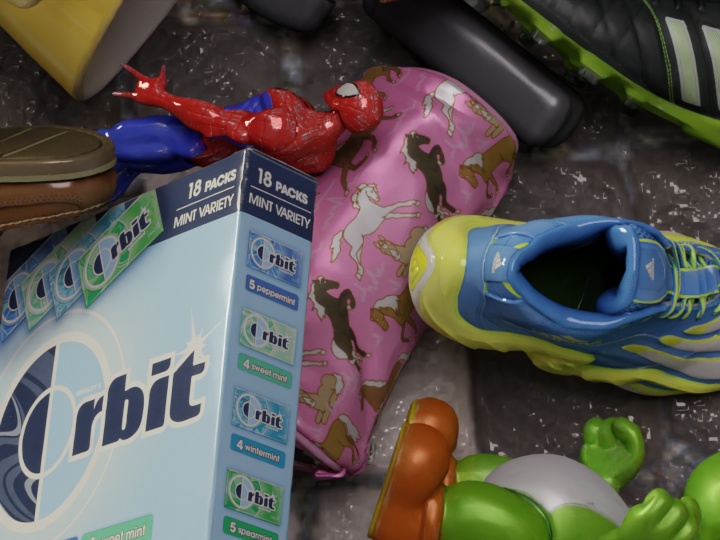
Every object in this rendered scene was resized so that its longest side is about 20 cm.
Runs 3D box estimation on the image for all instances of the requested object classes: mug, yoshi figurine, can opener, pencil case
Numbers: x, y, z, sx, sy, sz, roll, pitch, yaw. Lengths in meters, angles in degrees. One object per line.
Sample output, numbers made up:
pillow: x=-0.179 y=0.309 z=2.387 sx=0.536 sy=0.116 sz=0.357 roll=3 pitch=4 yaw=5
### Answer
mug: x=-0.146 y=-0.187 z=1.172 sx=0.153 sy=0.187 sz=0.150 roll=37 pitch=82 yaw=1
yoshi figurine: x=0.111 y=0.098 z=1.070 sx=0.199 sy=0.112 sz=0.113 roll=19 pitch=59 yaw=4
can opener: x=0.015 y=-0.116 z=1.245 sx=0.200 sy=0.053 sz=0.067 roll=40 pitch=103 yaw=14
pencil case: x=0.000 y=0.000 z=1.167 sx=0.082 sy=0.087 sz=0.201 roll=12 pitch=63 yaw=35

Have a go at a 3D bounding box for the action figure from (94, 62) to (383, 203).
action figure: x=-0.081 y=-0.061 z=1.158 sx=0.199 sy=0.065 sz=0.052 roll=-5 pitch=73 yaw=24

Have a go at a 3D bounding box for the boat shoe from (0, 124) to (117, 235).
boat shoe: x=-0.189 y=-0.024 z=1.148 sx=0.199 sy=0.072 sz=0.069 roll=-2 pitch=103 yaw=32

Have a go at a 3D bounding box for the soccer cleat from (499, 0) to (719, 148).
soccer cleat: x=0.160 y=-0.104 z=1.208 sx=0.199 sy=0.068 sz=0.082 roll=27 pitch=90 yaw=-10

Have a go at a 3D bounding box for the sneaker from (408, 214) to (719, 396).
sneaker: x=0.125 y=0.017 z=1.126 sx=0.199 sy=0.105 sz=0.076 roll=5 pitch=87 yaw=-24

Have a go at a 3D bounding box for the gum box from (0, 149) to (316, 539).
gum box: x=-0.096 y=0.068 z=1.088 sx=0.044 sy=0.169 sz=0.202 roll=23 pitch=60 yaw=-37

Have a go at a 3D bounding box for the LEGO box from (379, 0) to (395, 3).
LEGO box: x=0.037 y=-0.226 z=1.222 sx=0.148 sy=0.078 sz=0.200 roll=-18 pitch=41 yaw=-15
